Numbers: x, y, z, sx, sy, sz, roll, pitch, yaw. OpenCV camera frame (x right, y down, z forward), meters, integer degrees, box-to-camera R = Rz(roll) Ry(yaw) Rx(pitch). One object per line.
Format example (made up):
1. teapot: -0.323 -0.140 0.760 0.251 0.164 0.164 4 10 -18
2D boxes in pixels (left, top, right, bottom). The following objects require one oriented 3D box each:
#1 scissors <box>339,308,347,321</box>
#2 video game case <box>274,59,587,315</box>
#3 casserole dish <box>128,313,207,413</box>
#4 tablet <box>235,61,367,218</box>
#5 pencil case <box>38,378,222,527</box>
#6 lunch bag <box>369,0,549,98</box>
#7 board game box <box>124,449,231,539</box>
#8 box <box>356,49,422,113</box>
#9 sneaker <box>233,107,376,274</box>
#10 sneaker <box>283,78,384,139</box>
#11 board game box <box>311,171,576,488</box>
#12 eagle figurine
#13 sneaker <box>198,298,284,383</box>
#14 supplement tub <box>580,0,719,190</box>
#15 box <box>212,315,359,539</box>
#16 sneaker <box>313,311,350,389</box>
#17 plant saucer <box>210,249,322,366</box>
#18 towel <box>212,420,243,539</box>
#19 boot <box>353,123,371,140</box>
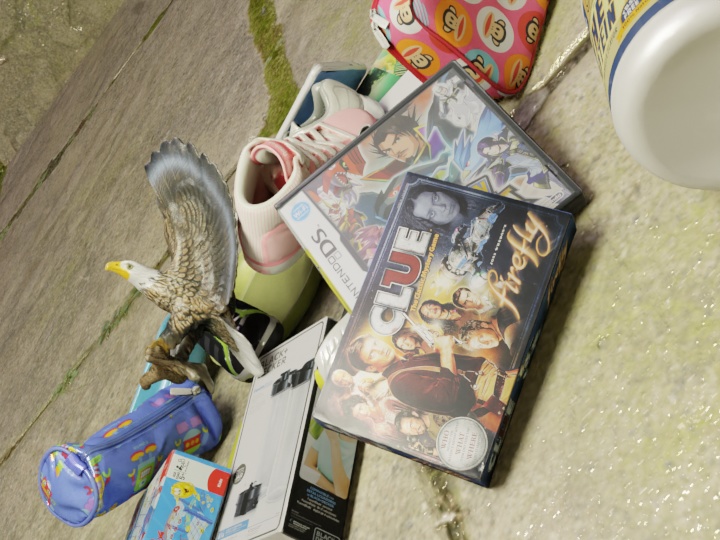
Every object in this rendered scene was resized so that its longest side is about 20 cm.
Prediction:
1. scissors: 0.000 0.000 1.052 0.073 0.014 0.202 14 75 59
2. video game case: 0.050 -0.053 0.871 0.199 0.026 0.181 -39 56 2
3. casserole dish: -0.218 0.141 1.204 0.121 0.038 0.203 10 79 66
4. tablet: -0.067 -0.140 1.186 0.201 0.014 0.130 -58 -15 22
5. pencil case: -0.217 0.171 1.051 0.199 0.078 0.088 -27 -36 -52
6. lunch bag: 0.092 -0.269 0.998 0.081 0.175 0.202 -14 49 52
7. board game box: -0.188 0.283 0.951 0.200 0.055 0.198 128 160 -57
8. box: 0.016 -0.151 1.154 0.201 0.036 0.144 -55 27 3
9. sneaker: -0.047 -0.099 0.990 0.075 0.105 0.201 23 61 25
10. sneaker: -0.055 -0.100 1.099 0.075 0.081 0.202 15 77 60
11. board game box: 0.062 0.038 0.787 0.134 0.035 0.202 16 76 22
12. eagle figurine: -0.158 0.000 0.991 0.150 0.151 0.203 -3 64 37
13. sneaker: -0.148 0.056 1.093 0.072 0.082 0.199 -61 28 -7
14. supplement tub: 0.222 -0.167 0.710 0.144 0.144 0.202 -39 32 31
15. box: -0.056 0.153 0.925 0.116 0.060 0.202 -31 36 45
16. sneaker: 0.051 0.035 0.886 0.084 0.075 0.201 31 81 35
17. plant saucer: -0.096 0.018 1.168 0.199 0.031 0.202 -39 34 32
18. towel: -0.104 0.220 0.990 0.086 0.018 0.202 -24 41 40
19. boot: 0.038 -0.113 0.998 0.073 0.095 0.202 -4 60 38
